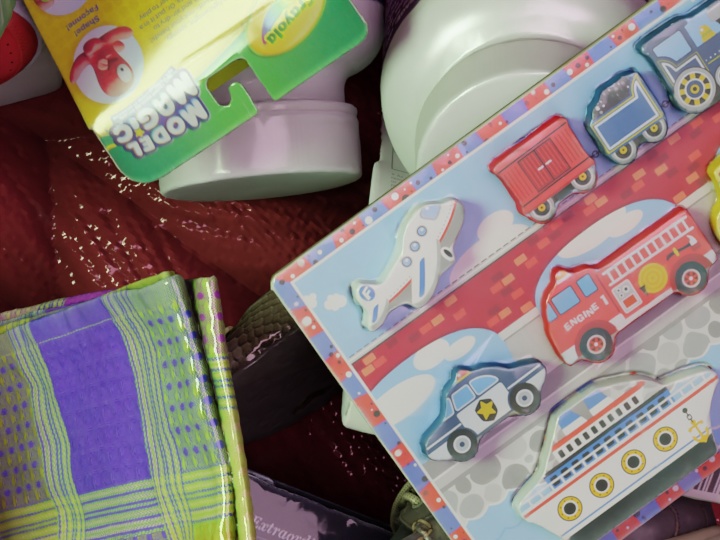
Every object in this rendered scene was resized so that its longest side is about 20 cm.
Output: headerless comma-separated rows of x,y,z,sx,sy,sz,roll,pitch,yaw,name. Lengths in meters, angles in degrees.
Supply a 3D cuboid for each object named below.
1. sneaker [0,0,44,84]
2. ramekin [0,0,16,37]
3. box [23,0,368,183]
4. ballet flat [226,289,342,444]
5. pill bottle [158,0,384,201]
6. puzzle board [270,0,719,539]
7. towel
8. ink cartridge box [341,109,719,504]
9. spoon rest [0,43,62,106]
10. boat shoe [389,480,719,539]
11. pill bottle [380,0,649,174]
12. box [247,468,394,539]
-0.221,-0.063,0.983,0.200,0.071,0.113,-2,45,4,sneaker
-0.215,-0.122,0.919,0.200,0.200,0.098,-23,133,-16,ramekin
-0.080,-0.141,0.982,0.117,0.048,0.200,-32,74,18,box
0.000,0.000,1.084,0.200,0.067,0.046,-40,64,-16,ballet flat
-0.048,-0.132,1.054,0.111,0.111,0.200,-4,85,-15,pill bottle
0.091,0.005,0.908,0.200,0.017,0.151,-36,102,-2,puzzle board
-0.103,0.080,0.978,0.023,0.200,0.144,-6,86,-36,towel
0.077,0.005,1.019,0.161,0.200,0.050,11,119,-4,ink cartridge box
-0.162,-0.168,1.054,0.099,0.061,0.200,-17,89,-17,spoon rest
0.041,0.104,0.972,0.200,0.074,0.073,-8,72,-25,boat shoe
0.064,-0.085,1.008,0.112,0.200,0.112,1,122,2,pill bottle
-0.029,0.193,1.026,0.148,0.104,0.200,24,78,-11,box
